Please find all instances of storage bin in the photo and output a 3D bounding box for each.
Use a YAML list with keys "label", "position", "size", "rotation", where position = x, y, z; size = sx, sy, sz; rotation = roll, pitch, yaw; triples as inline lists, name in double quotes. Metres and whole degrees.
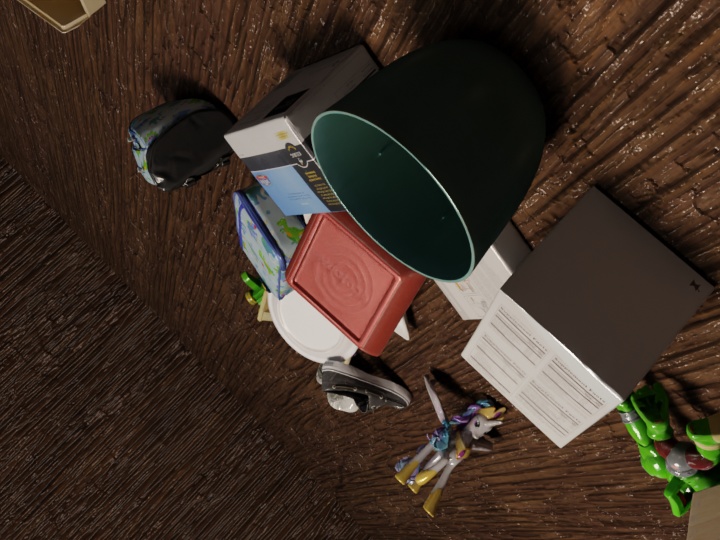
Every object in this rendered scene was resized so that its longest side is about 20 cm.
- label: "storage bin"
  position: [-0.500, -0.492, 1.472]
  size: [0.198, 0.094, 0.201]
  rotation: [37, 159, 25]

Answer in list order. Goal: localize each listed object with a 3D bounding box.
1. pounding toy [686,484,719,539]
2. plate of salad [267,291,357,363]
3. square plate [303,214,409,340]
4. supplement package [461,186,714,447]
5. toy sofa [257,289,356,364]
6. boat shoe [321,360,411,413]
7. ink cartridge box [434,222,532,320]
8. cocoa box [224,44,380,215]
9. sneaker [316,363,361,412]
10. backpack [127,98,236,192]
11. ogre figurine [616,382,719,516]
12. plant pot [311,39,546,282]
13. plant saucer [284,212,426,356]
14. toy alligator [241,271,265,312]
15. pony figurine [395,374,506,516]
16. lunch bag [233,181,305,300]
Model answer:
- label: "pounding toy"
  position: [0.448, 0.303, 0.934]
  size: [0.199, 0.143, 0.184]
  rotation: [34, 143, -14]
- label: "plate of salad"
  position: [-0.079, 0.075, 1.743]
  size: [0.197, 0.048, 0.203]
  rotation: [15, 123, 25]
- label: "square plate"
  position: [0.000, 0.000, 1.516]
  size: [0.199, 0.028, 0.199]
  rotation: [36, 158, 27]
- label: "supplement package"
  position: [0.218, 0.053, 0.980]
  size: [0.150, 0.152, 0.200]
  rotation: [42, 161, 11]
- label: "toy sofa"
  position: [-0.093, 0.100, 1.856]
  size: [0.199, 0.097, 0.084]
  rotation: [39, 135, 21]
- label: "boat shoe"
  position: [0.009, 0.226, 1.783]
  size: [0.199, 0.067, 0.069]
  rotation: [28, 154, -34]
- label: "ink cartridge box"
  position: [0.129, -0.026, 1.170]
  size: [0.201, 0.045, 0.176]
  rotation: [52, 159, -16]
- label: "cocoa box"
  position: [-0.046, -0.156, 1.138]
  size: [0.132, 0.133, 0.199]
  rotation: [51, 160, -19]
- label: "sneaker"
  position: [-0.017, 0.222, 1.909]
  size: [0.098, 0.079, 0.200]
  rotation: [20, -168, -20]
- label: "backpack"
  position: [-0.292, -0.203, 1.556]
  size: [0.155, 0.162, 0.200]
  rotation: [56, 166, -6]
- label: "ogre figurine"
  position: [0.358, 0.199, 1.062]
  size: [0.198, 0.098, 0.121]
  rotation: [6, 131, 35]
- label: "plant pot"
  position: [0.079, -0.117, 0.914]
  size: [0.200, 0.161, 0.201]
  rotation: [40, 160, 18]
- label: "plant saucer"
  position: [-0.019, 0.008, 1.420]
  size: [0.199, 0.037, 0.201]
  rotation: [41, 132, 14]
- label: "toy alligator"
  position: [-0.170, 0.072, 1.984]
  size: [0.201, 0.059, 0.054]
  rotation: [50, -158, -14]
- label: "pony figurine"
  position: [0.144, 0.278, 1.582]
  size: [0.166, 0.200, 0.193]
  rotation: [42, 178, -14]
- label: "lunch bag"
  position: [-0.145, -0.053, 1.599]
  size: [0.162, 0.082, 0.200]
  rotation: [57, 165, 14]
